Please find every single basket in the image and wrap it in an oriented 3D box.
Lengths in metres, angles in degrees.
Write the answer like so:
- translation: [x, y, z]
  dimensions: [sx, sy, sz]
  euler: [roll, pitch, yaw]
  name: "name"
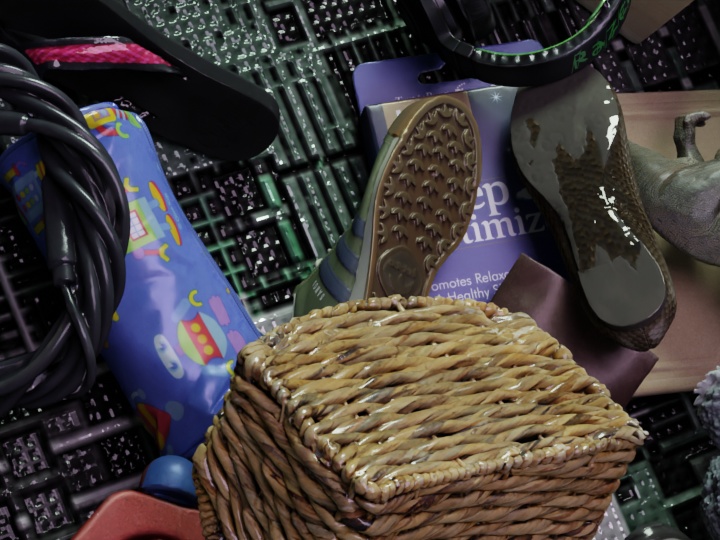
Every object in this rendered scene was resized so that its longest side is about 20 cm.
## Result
- translation: [0.014, 0.109, 1.249]
  dimensions: [0.200, 0.149, 0.143]
  euler: [-8, 40, -40]
  name: "basket"

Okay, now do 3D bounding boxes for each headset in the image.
- translation: [0.060, -0.187, 1.440]
  dimensions: [0.200, 0.094, 0.124]
  euler: [28, 73, 25]
  name: "headset"

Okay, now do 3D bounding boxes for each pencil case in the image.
- translation: [-0.112, 0.005, 1.330]
  dimensions: [0.087, 0.078, 0.200]
  euler: [-31, 86, -7]
  name: "pencil case"

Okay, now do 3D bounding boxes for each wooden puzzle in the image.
- translation: [0.186, -0.017, 1.496]
  dimensions: [0.200, 0.037, 0.185]
  euler: [-5, 74, -20]
  name: "wooden puzzle"

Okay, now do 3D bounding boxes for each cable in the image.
- translation: [-0.195, -0.019, 1.283]
  dimensions: [0.163, 0.051, 0.200]
  euler: [-45, 78, 1]
  name: "cable"

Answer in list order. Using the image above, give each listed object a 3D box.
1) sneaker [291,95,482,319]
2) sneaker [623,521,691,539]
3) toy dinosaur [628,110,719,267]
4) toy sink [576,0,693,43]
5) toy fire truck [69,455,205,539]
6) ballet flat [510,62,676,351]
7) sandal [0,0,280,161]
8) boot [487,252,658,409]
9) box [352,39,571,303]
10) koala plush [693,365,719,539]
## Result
- translation: [0.000, 0.000, 1.373]
  dimensions: [0.067, 0.090, 0.201]
  euler: [30, 65, -34]
  name: "sneaker"
- translation: [0.204, 0.230, 1.390]
  dimensions: [0.074, 0.079, 0.200]
  euler: [-20, 80, -26]
  name: "sneaker"
- translation: [0.212, -0.037, 1.450]
  dimensions: [0.200, 0.077, 0.102]
  euler: [34, 59, -9]
  name: "toy dinosaur"
- translation: [0.184, -0.265, 1.534]
  dimensions: [0.130, 0.112, 0.200]
  euler: [36, 62, -8]
  name: "toy sink"
- translation: [-0.073, 0.184, 1.271]
  dimensions: [0.200, 0.112, 0.168]
  euler: [19, 57, -17]
  name: "toy fire truck"
- translation: [0.131, -0.035, 1.385]
  dimensions: [0.067, 0.046, 0.200]
  euler: [-24, 51, 8]
  name: "ballet flat"
- translation: [-0.135, -0.105, 1.360]
  dimensions: [0.200, 0.075, 0.045]
  euler: [25, 48, -17]
  name: "sandal"
- translation: [0.110, 0.111, 1.363]
  dimensions: [0.200, 0.072, 0.166]
  euler: [42, 86, 0]
  name: "boot"
- translation: [0.071, -0.037, 1.436]
  dimensions: [0.121, 0.032, 0.200]
  euler: [-9, 75, -10]
  name: "box"
- translation: [0.280, 0.129, 1.406]
  dimensions: [0.200, 0.184, 0.178]
  euler: [9, 68, -15]
  name: "koala plush"
